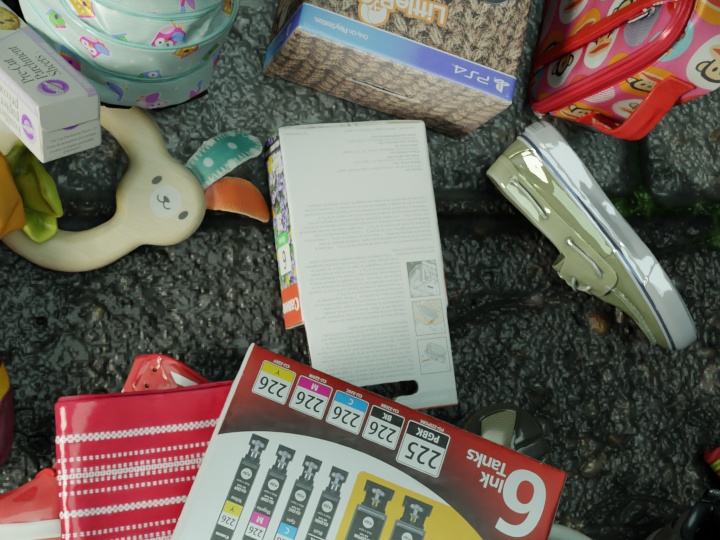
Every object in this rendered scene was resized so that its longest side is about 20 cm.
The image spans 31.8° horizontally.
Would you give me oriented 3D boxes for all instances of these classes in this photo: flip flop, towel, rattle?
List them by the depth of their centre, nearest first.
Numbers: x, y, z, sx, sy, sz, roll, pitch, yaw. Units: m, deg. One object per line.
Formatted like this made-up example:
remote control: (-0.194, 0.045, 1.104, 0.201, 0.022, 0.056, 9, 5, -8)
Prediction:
towel: (-0.107, 0.168, 0.759, 0.144, 0.022, 0.201, -1, 78, -29)
rattle: (-0.141, -0.060, 0.792, 0.199, 0.143, 0.131, 11, 75, -14)
flip flop: (0.097, 0.190, 0.878, 0.081, 0.058, 0.201, -14, 101, -16)

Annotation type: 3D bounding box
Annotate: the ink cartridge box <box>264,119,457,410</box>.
ink cartridge box: (0.000, 0.000, 0.877, 0.108, 0.050, 0.201, -5, 84, -19)

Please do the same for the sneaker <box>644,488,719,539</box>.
sneaker: (0.231, 0.239, 0.830, 0.077, 0.140, 0.201, 6, 50, -11)

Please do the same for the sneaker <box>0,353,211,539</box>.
sneaker: (-0.167, 0.117, 0.799, 0.199, 0.078, 0.116, -1, 73, -31)

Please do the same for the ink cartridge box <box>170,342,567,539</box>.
ink cartridge box: (-0.006, 0.166, 0.724, 0.199, 0.084, 0.176, 22, 68, -4)

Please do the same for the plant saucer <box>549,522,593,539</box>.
plant saucer: (0.090, 0.256, 0.825, 0.199, 0.050, 0.201, -2, 95, -19)

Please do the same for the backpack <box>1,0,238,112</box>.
backpack: (-0.155, -0.199, 0.788, 0.166, 0.127, 0.201, -11, 62, -22)

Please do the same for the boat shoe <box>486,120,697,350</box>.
boat shoe: (0.170, -0.016, 0.936, 0.062, 0.072, 0.200, -37, 90, 5)

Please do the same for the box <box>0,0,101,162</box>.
box: (-0.222, -0.133, 0.765, 0.041, 0.039, 0.200, -22, 47, -31)

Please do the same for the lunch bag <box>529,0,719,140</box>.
lunch bag: (0.200, -0.175, 0.894, 0.082, 0.200, 0.177, 20, 75, -19)

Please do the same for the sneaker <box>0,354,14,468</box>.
sneaker: (-0.258, 0.030, 0.764, 0.075, 0.090, 0.201, -17, 86, -20)

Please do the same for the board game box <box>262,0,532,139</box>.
board game box: (0.037, -0.220, 0.900, 0.159, 0.097, 0.201, 16, 76, -15)

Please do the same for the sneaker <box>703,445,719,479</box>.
sneaker: (0.294, 0.163, 0.945, 0.084, 0.077, 0.201, 18, 69, -3)
